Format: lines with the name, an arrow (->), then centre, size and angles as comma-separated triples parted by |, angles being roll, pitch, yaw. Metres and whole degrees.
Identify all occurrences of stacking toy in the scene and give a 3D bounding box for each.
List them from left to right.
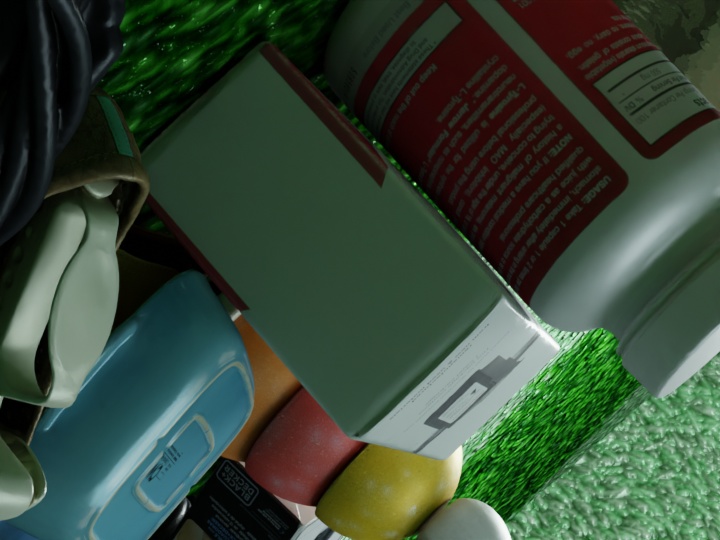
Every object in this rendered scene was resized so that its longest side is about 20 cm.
stacking toy -> 0.001, 0.091, 1.034 | 0.146, 0.200, 0.146 | -39, 166, -11

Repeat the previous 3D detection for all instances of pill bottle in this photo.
pill bottle -> 0.086, -0.049, 0.840 | 0.112, 0.200, 0.112 | -39, 166, -11

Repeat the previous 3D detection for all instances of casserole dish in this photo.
casserole dish -> -0.087, 0.067, 0.816 | 0.121, 0.039, 0.200 | -50, 171, -10

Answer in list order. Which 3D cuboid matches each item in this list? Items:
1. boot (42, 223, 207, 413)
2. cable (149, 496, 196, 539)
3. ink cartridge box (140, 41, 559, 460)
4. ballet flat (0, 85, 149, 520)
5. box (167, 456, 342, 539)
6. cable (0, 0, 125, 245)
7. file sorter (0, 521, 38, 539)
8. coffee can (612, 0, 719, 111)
boot -> -0.142, 0.042, 0.788 | 0.144, 0.071, 0.201 | -54, 167, 19
cable -> -0.162, 0.194, 1.186 | 0.163, 0.051, 0.200 | -44, 166, 6
ink cartridge box -> 0.000, 0.000, 0.866 | 0.083, 0.145, 0.200 | -44, 167, 3
ballet flat -> -0.121, 0.034, 0.673 | 0.068, 0.072, 0.201 | 13, 110, -46
box -> -0.074, 0.174, 1.164 | 0.200, 0.060, 0.116 | -55, 166, 27
cable -> -0.140, -0.034, 0.561 | 0.200, 0.051, 0.163 | -45, 167, 14
file sorter -> -0.168, 0.174, 0.982 | 0.139, 0.123, 0.200 | -40, 166, -13
coffee can -> 0.162, -0.084, 1.071 | 0.146, 0.146, 0.200 | -42, 167, -1
